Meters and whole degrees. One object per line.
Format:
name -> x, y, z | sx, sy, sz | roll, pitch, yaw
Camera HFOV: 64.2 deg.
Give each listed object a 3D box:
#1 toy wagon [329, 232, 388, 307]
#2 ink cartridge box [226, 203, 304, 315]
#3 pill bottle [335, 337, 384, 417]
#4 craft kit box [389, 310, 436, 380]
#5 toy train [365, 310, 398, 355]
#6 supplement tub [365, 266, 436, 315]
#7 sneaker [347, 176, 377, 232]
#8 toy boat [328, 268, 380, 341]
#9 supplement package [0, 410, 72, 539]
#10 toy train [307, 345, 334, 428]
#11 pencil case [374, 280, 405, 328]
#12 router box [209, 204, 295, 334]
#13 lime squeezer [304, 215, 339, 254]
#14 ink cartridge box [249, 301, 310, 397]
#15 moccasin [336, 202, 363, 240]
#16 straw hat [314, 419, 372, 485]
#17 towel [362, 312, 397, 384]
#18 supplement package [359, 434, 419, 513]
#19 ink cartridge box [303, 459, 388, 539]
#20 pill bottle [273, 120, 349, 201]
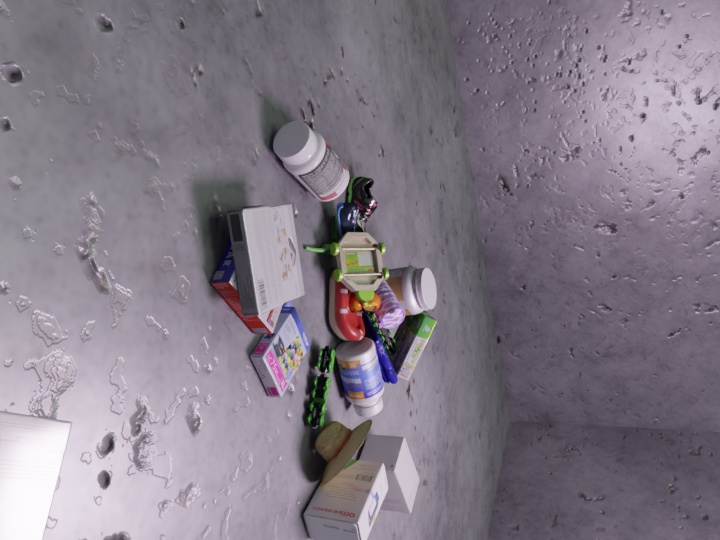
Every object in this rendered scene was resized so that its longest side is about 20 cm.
toy wagon -> 0.000, 0.000, 1.495 | 0.154, 0.039, 0.202 | -1, 77, -31
ink cartridge box -> -0.184, -0.028, 1.146 | 0.173, 0.043, 0.203 | -23, 107, -65
pill bottle -> 0.003, 0.294, 1.571 | 0.112, 0.111, 0.202 | -48, 130, -58
craft kit box -> 0.152, 0.214, 1.784 | 0.202, 0.048, 0.198 | -65, -165, 5
toy train -> 0.061, 0.176, 1.703 | 0.042, 0.056, 0.201 | -37, 130, -15
supplement tub -> 0.116, 0.066, 1.732 | 0.144, 0.198, 0.146 | 26, 60, -58
sneaker -> 0.006, -0.180, 1.666 | 0.077, 0.083, 0.203 | 20, 69, -63
toy boat -> -0.008, 0.089, 1.545 | 0.130, 0.129, 0.203 | 16, 73, -64
supplement package -> -0.418, 0.252, 0.609 | 0.121, 0.118, 0.202 | 43, 49, -59
toy train -> -0.094, 0.288, 1.421 | 0.056, 0.041, 0.202 | 70, 27, -71
pencil case -> 0.051, 0.077, 1.615 | 0.201, 0.085, 0.084 | 59, -7, 43
router box -> -0.212, -0.001, 1.193 | 0.180, 0.048, 0.202 | 61, 35, -45
lime squeezer -> -0.084, -0.075, 1.508 | 0.200, 0.037, 0.071 | -53, 135, -54
ink cartridge box -> -0.169, 0.169, 1.287 | 0.201, 0.041, 0.120 | -64, 144, -50
moccasin -> -0.021, -0.096, 1.565 | 0.201, 0.067, 0.081 | 83, -1, -48
straw hat -> -0.066, 0.421, 1.413 | 0.085, 0.201, 0.201 | 40, 33, 0
towel -> 0.041, 0.232, 1.692 | 0.148, 0.049, 0.201 | 56, -9, 51
supplement package -> 0.085, 0.597, 1.691 | 0.120, 0.120, 0.202 | -63, 143, -48
ink cartridge box -> -0.032, 0.567, 1.416 | 0.200, 0.144, 0.088 | -49, 134, -59
pill bottle -> -0.115, -0.259, 1.364 | 0.200, 0.113, 0.115 | 43, 49, -58
